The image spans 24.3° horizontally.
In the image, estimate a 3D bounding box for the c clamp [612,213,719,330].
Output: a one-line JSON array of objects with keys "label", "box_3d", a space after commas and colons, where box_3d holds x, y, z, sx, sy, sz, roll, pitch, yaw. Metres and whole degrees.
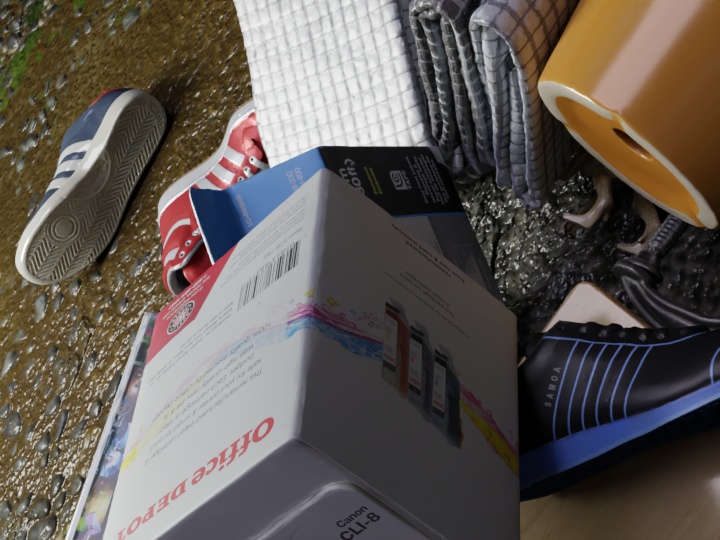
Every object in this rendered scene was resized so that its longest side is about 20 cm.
[{"label": "c clamp", "box_3d": [0.215, -0.038, 0.951, 0.171, 0.027, 0.200, 21, 67, 35]}]

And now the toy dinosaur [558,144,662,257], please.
[{"label": "toy dinosaur", "box_3d": [0.170, -0.064, 1.034, 0.200, 0.058, 0.101, 17, 81, 52]}]

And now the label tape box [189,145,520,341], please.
[{"label": "label tape box", "box_3d": [0.000, 0.000, 1.020, 0.066, 0.200, 0.143, -28, 77, 32]}]

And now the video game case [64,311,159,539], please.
[{"label": "video game case", "box_3d": [-0.095, 0.137, 1.074, 0.182, 0.023, 0.200, 11, 77, 29]}]

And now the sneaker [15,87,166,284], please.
[{"label": "sneaker", "box_3d": [-0.255, -0.080, 1.524, 0.084, 0.075, 0.200, 26, 79, 51]}]

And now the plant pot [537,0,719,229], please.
[{"label": "plant pot", "box_3d": [0.200, -0.130, 0.895, 0.183, 0.200, 0.200, -51, 38, -3]}]

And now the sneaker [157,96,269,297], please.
[{"label": "sneaker", "box_3d": [-0.093, -0.053, 1.319, 0.200, 0.071, 0.113, -42, 38, 36]}]

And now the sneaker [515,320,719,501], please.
[{"label": "sneaker", "box_3d": [0.136, 0.053, 0.855, 0.200, 0.070, 0.078, -27, 70, 28]}]

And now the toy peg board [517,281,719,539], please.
[{"label": "toy peg board", "box_3d": [0.153, 0.148, 0.920, 0.199, 0.098, 0.200, 41, 102, 36]}]

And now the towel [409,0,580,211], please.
[{"label": "towel", "box_3d": [0.105, -0.157, 1.000, 0.086, 0.200, 0.166, 25, 70, 20]}]

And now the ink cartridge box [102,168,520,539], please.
[{"label": "ink cartridge box", "box_3d": [-0.019, 0.085, 0.820, 0.145, 0.145, 0.200, -38, 26, 30]}]

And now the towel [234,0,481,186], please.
[{"label": "towel", "box_3d": [0.000, -0.141, 1.196, 0.165, 0.086, 0.200, -17, 86, 43]}]
